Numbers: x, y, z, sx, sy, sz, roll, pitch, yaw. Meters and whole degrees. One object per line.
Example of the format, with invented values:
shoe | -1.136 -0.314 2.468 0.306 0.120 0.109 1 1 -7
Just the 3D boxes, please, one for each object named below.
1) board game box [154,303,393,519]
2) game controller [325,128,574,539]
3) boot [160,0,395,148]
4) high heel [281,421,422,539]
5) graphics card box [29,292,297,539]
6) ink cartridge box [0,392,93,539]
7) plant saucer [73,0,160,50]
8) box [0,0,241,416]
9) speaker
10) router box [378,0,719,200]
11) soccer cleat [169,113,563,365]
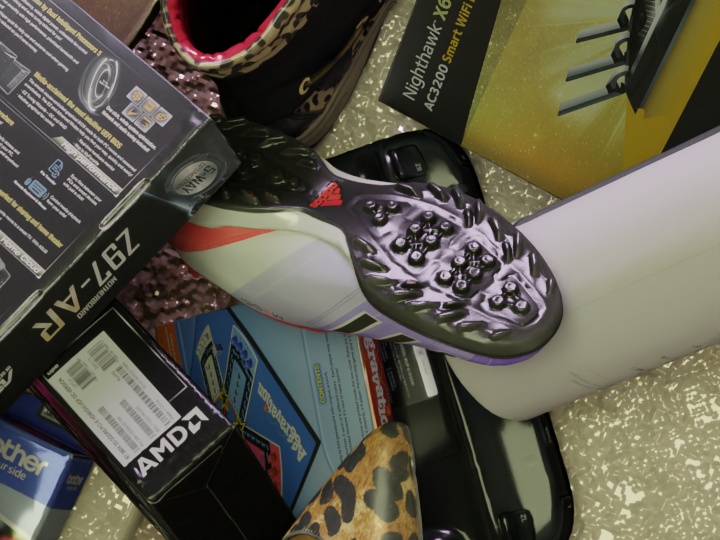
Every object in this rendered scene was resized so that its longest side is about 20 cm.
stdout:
board game box | -0.026 0.111 1.250 0.103 0.019 0.201 -14 82 27
game controller | 0.022 0.042 1.262 0.104 0.042 0.201 -21 79 23
boot | -0.020 -0.153 1.230 0.073 0.151 0.200 25 88 13
high heel | -0.053 0.149 1.168 0.071 0.142 0.201 31 106 48
graphics card box | -0.114 0.039 1.218 0.051 0.126 0.200 -42 64 -9
ink cartridge box | -0.201 0.118 1.294 0.119 0.042 0.200 26 87 13
plant saucer | -0.137 -0.157 1.262 0.200 0.037 0.201 -8 77 36
box | -0.173 -0.052 1.178 0.200 0.044 0.160 39 82 26
speaker | 0.125 -0.005 1.164 0.200 0.081 0.081 -26 77 39
router box | 0.114 -0.125 1.204 0.157 0.052 0.200 28 119 14
soccer cleat | 0.000 0.000 1.192 0.200 0.073 0.068 23 52 30
